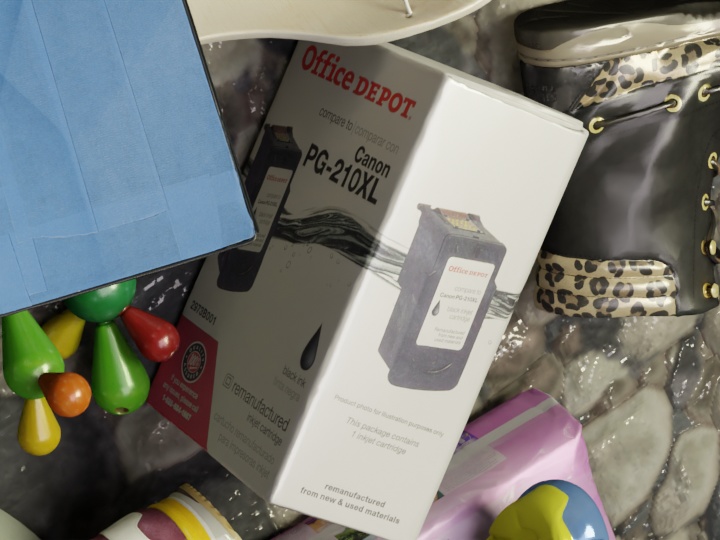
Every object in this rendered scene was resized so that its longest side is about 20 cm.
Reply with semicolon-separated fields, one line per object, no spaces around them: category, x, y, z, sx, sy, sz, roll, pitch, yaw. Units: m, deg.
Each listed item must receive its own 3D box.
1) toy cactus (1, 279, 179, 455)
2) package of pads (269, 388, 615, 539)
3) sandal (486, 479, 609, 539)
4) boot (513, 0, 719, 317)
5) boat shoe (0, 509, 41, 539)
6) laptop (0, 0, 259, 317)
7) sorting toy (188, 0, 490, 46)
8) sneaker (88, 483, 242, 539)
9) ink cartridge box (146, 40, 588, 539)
toy cactus;-0.142;-0.023;1.168;0.200;0.102;0.165;40;75;-23
package of pads;0.034;0.158;1.317;0.199;0.076;0.121;-30;116;-17
sandal;0.117;0.174;1.284;0.087;0.079;0.201;-31;128;-20
boot;0.168;-0.060;1.321;0.199;0.073;0.151;-7;107;-22
boat shoe;-0.224;0.130;1.185;0.200;0.070;0.072;19;117;-34
laptop;-0.164;-0.083;1.028;0.116;0.188;0.200;-28;159;27
sorting toy;-0.066;-0.179;1.153;0.179;0.107;0.201;-26;115;-11
sneaker;-0.096;0.192;1.245;0.090;0.075;0.201;-26;129;-25
ink cartridge box;0.000;0.000;1.209;0.084;0.145;0.201;20;95;-31
